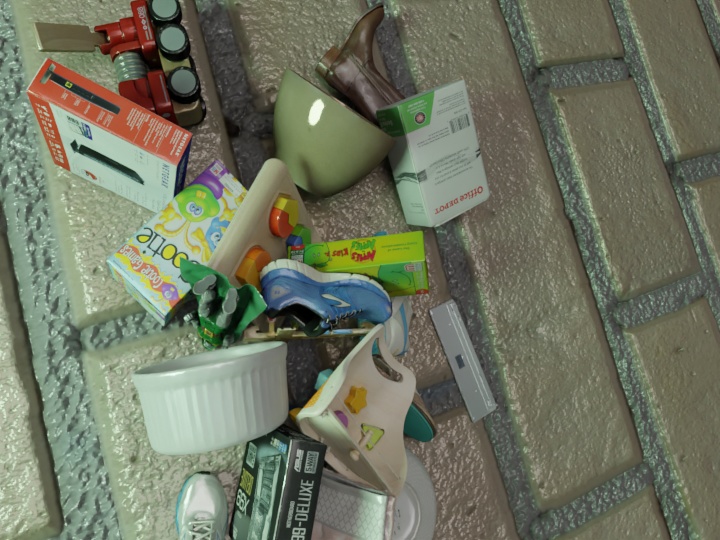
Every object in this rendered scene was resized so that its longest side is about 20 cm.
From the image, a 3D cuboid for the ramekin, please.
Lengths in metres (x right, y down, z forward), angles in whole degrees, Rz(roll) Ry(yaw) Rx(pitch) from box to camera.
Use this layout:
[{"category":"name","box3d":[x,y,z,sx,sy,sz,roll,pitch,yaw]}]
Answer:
[{"category":"ramekin","box3d":[-0.184,0.159,0.705,0.194,0.199,0.101,-9,88,-23]}]

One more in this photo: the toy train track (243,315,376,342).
[{"category":"toy train track","box3d":[-0.072,0.081,0.803,0.193,0.115,0.034,0,72,-15]}]

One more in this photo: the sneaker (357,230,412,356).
[{"category":"sneaker","box3d":[0.039,0.038,0.892,0.079,0.075,0.207,18,65,-43]}]

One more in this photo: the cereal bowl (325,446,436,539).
[{"category":"cereal bowl","box3d":[0.032,0.354,0.807,0.194,0.083,0.208,5,76,-22]}]

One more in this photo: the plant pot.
[{"category":"plant pot","box3d":[-0.058,-0.196,0.852,0.196,0.201,0.137,29,104,-13]}]

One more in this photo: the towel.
[{"category":"towel","box3d":[-0.050,0.364,0.712,0.032,0.195,0.198,21,75,-50]}]

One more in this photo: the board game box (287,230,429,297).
[{"category":"board game box","box3d":[0.000,0.000,0.801,0.193,0.102,0.049,-6,61,9]}]

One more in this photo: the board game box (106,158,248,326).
[{"category":"board game box","box3d":[-0.240,-0.037,0.772,0.103,0.105,0.201,43,67,-7]}]

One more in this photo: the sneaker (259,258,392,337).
[{"category":"sneaker","box3d":[-0.044,0.053,0.748,0.194,0.079,0.092,11,58,-24]}]

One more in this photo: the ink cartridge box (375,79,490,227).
[{"category":"ink cartridge box","box3d":[0.125,-0.195,0.933,0.143,0.083,0.206,-25,109,-24]}]

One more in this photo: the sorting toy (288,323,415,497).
[{"category":"sorting toy","box3d":[0.009,0.180,0.766,0.181,0.105,0.203,-51,124,-30]}]

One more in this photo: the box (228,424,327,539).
[{"category":"box","box3d":[-0.110,0.283,0.695,0.048,0.199,0.163,15,78,-22]}]

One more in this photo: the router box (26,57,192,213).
[{"category":"router box","box3d":[-0.316,-0.158,0.715,0.175,0.199,0.050,26,69,-14]}]

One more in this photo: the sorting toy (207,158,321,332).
[{"category":"sorting toy","box3d":[-0.121,-0.024,0.785,0.035,0.201,0.189,16,67,24]}]

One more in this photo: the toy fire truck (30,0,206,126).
[{"category":"toy fire truck","box3d":[-0.339,-0.295,0.790,0.194,0.129,0.182,-15,84,-12]}]

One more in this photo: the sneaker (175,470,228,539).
[{"category":"sneaker","box3d":[-0.204,0.369,0.707,0.072,0.086,0.208,4,76,-19]}]

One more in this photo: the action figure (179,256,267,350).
[{"category":"action figure","box3d":[-0.190,0.063,0.719,0.116,0.201,0.055,33,60,0]}]

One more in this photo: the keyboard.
[{"category":"keyboard","box3d":[0.177,0.154,0.951,0.055,0.011,0.206,-20,86,-19]}]

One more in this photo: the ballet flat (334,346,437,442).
[{"category":"ballet flat","box3d":[0.048,0.187,0.863,0.198,0.068,0.068,40,40,-11]}]

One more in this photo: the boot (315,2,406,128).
[{"category":"boot","box3d":[0.044,-0.342,0.975,0.199,0.064,0.188,42,80,-5]}]
